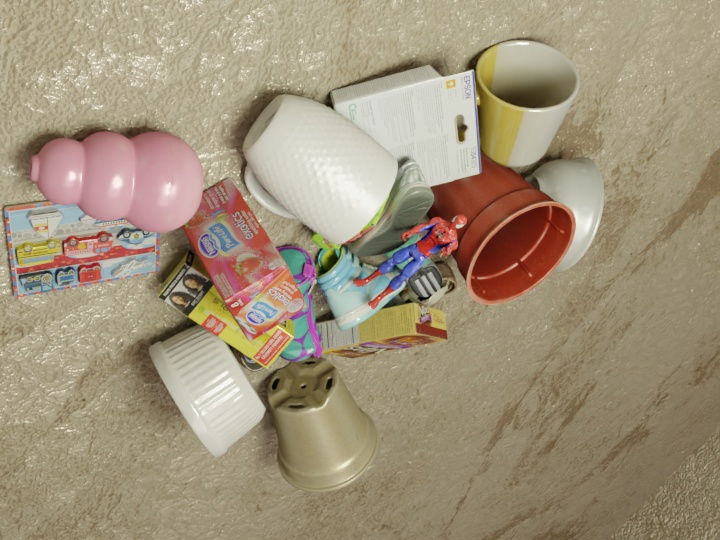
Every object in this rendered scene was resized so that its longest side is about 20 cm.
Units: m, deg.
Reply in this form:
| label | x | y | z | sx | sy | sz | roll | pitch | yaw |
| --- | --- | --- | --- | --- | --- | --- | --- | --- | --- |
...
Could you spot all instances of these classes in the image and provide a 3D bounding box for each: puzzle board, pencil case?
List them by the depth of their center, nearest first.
| label | x | y | z | sx | sy | sz | roll | pitch | yaw |
| --- | --- | --- | --- | --- | --- | --- | --- | --- | --- |
| puzzle board | -0.366 | -0.036 | 1.122 | 0.199 | 0.017 | 0.152 | -12 | 136 | -27 |
| pencil case | -0.109 | 0.058 | 1.344 | 0.201 | 0.092 | 0.085 | 88 | 25 | -48 |

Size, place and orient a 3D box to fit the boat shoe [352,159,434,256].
| label | x | y | z | sx | sy | sz | roll | pitch | yaw |
| --- | --- | --- | --- | --- | --- | --- | --- | --- | --- |
| boat shoe | 0.044 | -0.085 | 1.262 | 0.074 | 0.065 | 0.202 | -1 | 152 | -25 |

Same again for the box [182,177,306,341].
| label | x | y | z | sx | sy | sz | roll | pitch | yaw |
| --- | --- | --- | --- | --- | --- | --- | --- | --- | --- |
| box | -0.165 | -0.017 | 1.137 | 0.095 | 0.200 | 0.100 | -30 | 142 | -8 |

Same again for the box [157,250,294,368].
| label | x | y | z | sx | sy | sz | roll | pitch | yaw |
| --- | --- | --- | --- | --- | --- | --- | --- | --- | --- |
| box | -0.197 | 0.060 | 1.243 | 0.200 | 0.050 | 0.075 | 37 | 107 | -19 |

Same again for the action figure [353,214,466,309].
| label | x | y | z | sx | sy | sz | roll | pitch | yaw |
| --- | --- | --- | --- | --- | --- | --- | --- | --- | --- |
| action figure | 0.073 | -0.019 | 1.239 | 0.200 | 0.065 | 0.099 | -38 | 172 | 17 |

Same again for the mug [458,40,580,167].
| label | x | y | z | sx | sy | sz | roll | pitch | yaw |
| --- | --- | --- | --- | --- | --- | --- | --- | --- | --- |
| mug | 0.221 | -0.243 | 1.257 | 0.154 | 0.185 | 0.150 | 93 | 20 | -55 |

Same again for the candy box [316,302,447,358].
| label | x | y | z | sx | sy | sz | roll | pitch | yaw |
| --- | --- | --- | --- | --- | --- | --- | --- | --- | --- |
| candy box | 0.035 | 0.106 | 1.433 | 0.199 | 0.057 | 0.116 | -13 | 163 | 31 |

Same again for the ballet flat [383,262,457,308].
| label | x | y | z | sx | sy | sz | roll | pitch | yaw |
| --- | --- | --- | --- | --- | --- | --- | --- | --- | --- |
| ballet flat | 0.084 | 0.046 | 1.486 | 0.199 | 0.067 | 0.068 | -25 | 141 | -11 |

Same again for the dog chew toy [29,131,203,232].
| label | x | y | z | sx | sy | sz | roll | pitch | yaw |
| --- | --- | --- | --- | --- | --- | --- | --- | --- | --- |
| dog chew toy | -0.296 | -0.113 | 1.017 | 0.198 | 0.125 | 0.125 | 4 | 129 | -27 |

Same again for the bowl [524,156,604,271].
| label | x | y | z | sx | sy | sz | roll | pitch | yaw |
| --- | --- | --- | --- | --- | --- | --- | --- | --- | --- |
| bowl | 0.318 | -0.105 | 1.422 | 0.090 | 0.202 | 0.202 | 12 | 125 | -19 |

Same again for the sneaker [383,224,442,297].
| label | x | y | z | sx | sy | sz | roll | pitch | yaw |
| --- | --- | --- | --- | --- | --- | --- | --- | --- | --- |
| sneaker | 0.068 | -0.049 | 1.388 | 0.074 | 0.088 | 0.201 | -26 | 118 | 4 |

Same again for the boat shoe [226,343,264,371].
| label | x | y | z | sx | sy | sz | roll | pitch | yaw |
| --- | --- | --- | --- | --- | --- | --- | --- | --- | --- |
| boat shoe | -0.182 | 0.111 | 1.359 | 0.072 | 0.073 | 0.201 | -24 | 140 | -12 |

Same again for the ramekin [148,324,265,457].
| label | x | y | z | sx | sy | sz | roll | pitch | yaw |
| --- | --- | --- | --- | --- | --- | --- | --- | --- | --- |
| ramekin | -0.231 | 0.176 | 1.293 | 0.105 | 0.200 | 0.201 | -32 | 142 | -9 |

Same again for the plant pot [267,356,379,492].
| label | x | y | z | sx | sy | sz | roll | pitch | yaw |
| --- | --- | --- | --- | --- | --- | --- | --- | --- | --- |
| plant pot | -0.081 | 0.264 | 1.517 | 0.199 | 0.201 | 0.184 | -25 | 129 | -11 |

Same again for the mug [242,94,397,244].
| label | x | y | z | sx | sy | sz | roll | pitch | yaw |
| --- | --- | --- | --- | --- | --- | --- | --- | --- | --- |
| mug | -0.078 | -0.135 | 1.130 | 0.175 | 0.148 | 0.199 | 36 | 140 | -23 |

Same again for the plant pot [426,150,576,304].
| label | x | y | z | sx | sy | sz | roll | pitch | yaw |
| --- | --- | --- | --- | --- | --- | --- | --- | --- | --- |
| plant pot | 0.204 | -0.085 | 1.333 | 0.199 | 0.196 | 0.202 | -20 | 139 | -18 |

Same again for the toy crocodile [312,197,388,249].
| label | x | y | z | sx | sy | sz | roll | pitch | yaw |
| --- | --- | --- | --- | --- | --- | --- | --- | --- | --- |
| toy crocodile | -0.014 | -0.073 | 1.233 | 0.062 | 0.068 | 0.200 | 33 | 151 | -19 |

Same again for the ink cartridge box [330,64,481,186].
| label | x | y | z | sx | sy | sz | roll | pitch | yaw |
| --- | --- | --- | --- | --- | --- | --- | --- | --- | --- |
| ink cartridge box | 0.070 | -0.198 | 1.210 | 0.198 | 0.044 | 0.197 | -15 | 139 | -1 |

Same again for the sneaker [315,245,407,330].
| label | x | y | z | sx | sy | sz | roll | pitch | yaw |
| --- | --- | --- | --- | --- | --- | --- | --- | --- | --- |
| sneaker | 0.000 | 0.000 | 1.377 | 0.079 | 0.131 | 0.200 | -26 | -172 | 35 |
